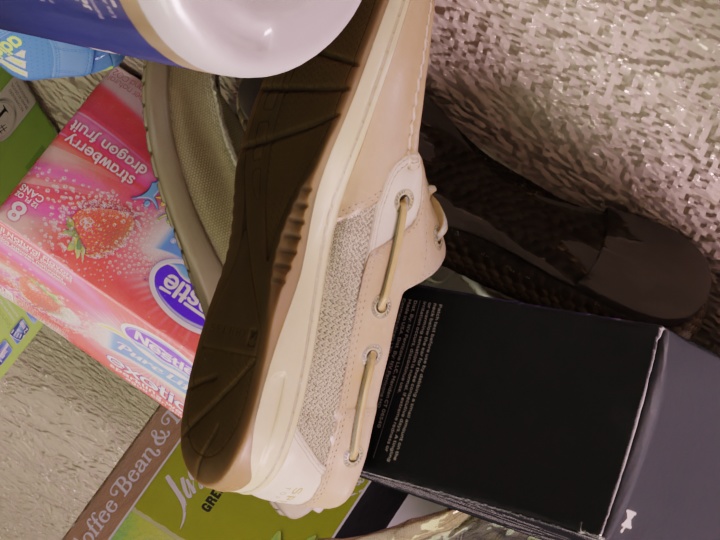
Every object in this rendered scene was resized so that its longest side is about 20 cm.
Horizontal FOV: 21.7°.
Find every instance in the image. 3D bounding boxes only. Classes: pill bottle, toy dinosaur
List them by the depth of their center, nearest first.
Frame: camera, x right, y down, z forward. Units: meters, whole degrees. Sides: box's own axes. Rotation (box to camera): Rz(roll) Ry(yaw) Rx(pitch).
[{"bbox_3d":[-0.097,-0.133,0.635,0.199,0.111,0.111,16,151,39],"label":"pill bottle"},{"bbox_3d":[0.056,0.103,0.860,0.199,0.048,0.088,-6,134,16],"label":"toy dinosaur"}]

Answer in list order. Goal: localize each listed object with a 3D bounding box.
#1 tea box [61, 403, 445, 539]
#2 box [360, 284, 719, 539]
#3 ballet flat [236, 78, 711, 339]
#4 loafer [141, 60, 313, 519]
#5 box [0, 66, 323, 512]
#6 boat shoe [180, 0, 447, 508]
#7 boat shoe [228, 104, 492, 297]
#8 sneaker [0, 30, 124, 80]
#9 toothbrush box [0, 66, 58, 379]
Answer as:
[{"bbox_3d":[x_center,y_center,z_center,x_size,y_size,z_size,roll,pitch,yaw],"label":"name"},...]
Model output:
[{"bbox_3d":[-0.055,0.175,1.064,0.196,0.200,0.134,31,158,10],"label":"tea box"},{"bbox_3d":[0.107,0.074,0.714,0.141,0.079,0.199,13,172,47],"label":"box"},{"bbox_3d":[0.040,-0.022,0.725,0.199,0.068,0.046,26,148,7],"label":"ballet flat"},{"bbox_3d":[-0.036,-0.003,0.758,0.076,0.068,0.201,109,143,-83],"label":"loafer"},{"bbox_3d":[-0.068,0.011,0.889,0.199,0.103,0.095,35,158,4],"label":"box"},{"bbox_3d":[-0.006,-0.015,0.668,0.065,0.201,0.072,16,177,-29],"label":"boat shoe"},{"bbox_3d":[0.000,0.000,0.813,0.199,0.071,0.069,35,158,6],"label":"boat shoe"},{"bbox_3d":[-0.183,-0.130,0.810,0.199,0.076,0.105,24,156,24],"label":"sneaker"},{"bbox_3d":[-0.239,-0.002,0.976,0.086,0.200,0.146,20,154,31],"label":"toothbrush box"}]
